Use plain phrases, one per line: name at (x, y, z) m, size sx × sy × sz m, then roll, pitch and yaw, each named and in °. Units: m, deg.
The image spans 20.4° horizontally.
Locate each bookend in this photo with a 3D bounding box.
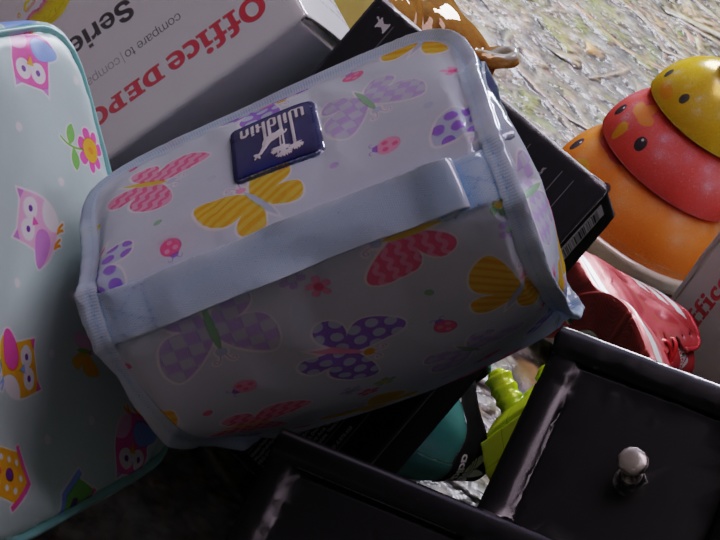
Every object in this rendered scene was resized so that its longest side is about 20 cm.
bookend at (0.046, 0.101, 0.759) m, size 0.197 × 0.092 × 0.201 m, roll 21°, pitch 64°, yaw 17°

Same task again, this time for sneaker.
sneaker at (0.175, 0.054, 1.191) m, size 0.115 × 0.079 × 0.201 m, roll 17°, pitch 32°, yaw -30°
sneaker at (0.021, 0.035, 1.056) m, size 0.079 × 0.071 × 0.201 m, roll 22°, pitch 36°, yaw -27°

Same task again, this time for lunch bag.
lunch bag at (-0.151, 0.007, 0.785) m, size 0.160 × 0.076 × 0.202 m, roll -27°, pitch 107°, yaw -61°
lunch bag at (-0.009, -0.010, 0.781) m, size 0.200 × 0.168 × 0.128 m, roll 14°, pitch 54°, yaw -80°

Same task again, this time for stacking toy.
stacking toy at (0.226, -0.097, 1.365) m, size 0.145 × 0.201 × 0.147 m, roll 27°, pitch 26°, yaw -14°

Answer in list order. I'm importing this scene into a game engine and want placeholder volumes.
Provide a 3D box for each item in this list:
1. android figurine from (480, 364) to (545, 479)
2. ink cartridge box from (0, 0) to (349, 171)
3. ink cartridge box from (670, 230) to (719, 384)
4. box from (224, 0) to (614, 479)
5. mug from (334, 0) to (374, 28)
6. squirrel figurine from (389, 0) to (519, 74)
android figurine at (0.126, 0.133, 0.994) m, size 0.181 × 0.041 × 0.201 m, roll -4°, pitch 61°, yaw -52°
ink cartridge box at (-0.107, -0.146, 0.988) m, size 0.201 × 0.145 × 0.087 m, roll 62°, pitch 14°, yaw 21°
ink cartridge box at (0.302, 0.053, 1.261) m, size 0.083 × 0.146 × 0.200 m, roll -3°, pitch 44°, yaw -50°
box at (0.000, 0.000, 0.923) m, size 0.141 × 0.200 × 0.079 m, roll 41°, pitch 1°, yaw 12°
mug at (-0.046, -0.096, 1.076) m, size 0.186 × 0.154 × 0.149 m, roll 40°, pitch 20°, yaw 22°
squirrel figurine at (0.014, -0.134, 1.293) m, size 0.186 × 0.141 × 0.201 m, roll 25°, pitch 40°, yaw -41°
